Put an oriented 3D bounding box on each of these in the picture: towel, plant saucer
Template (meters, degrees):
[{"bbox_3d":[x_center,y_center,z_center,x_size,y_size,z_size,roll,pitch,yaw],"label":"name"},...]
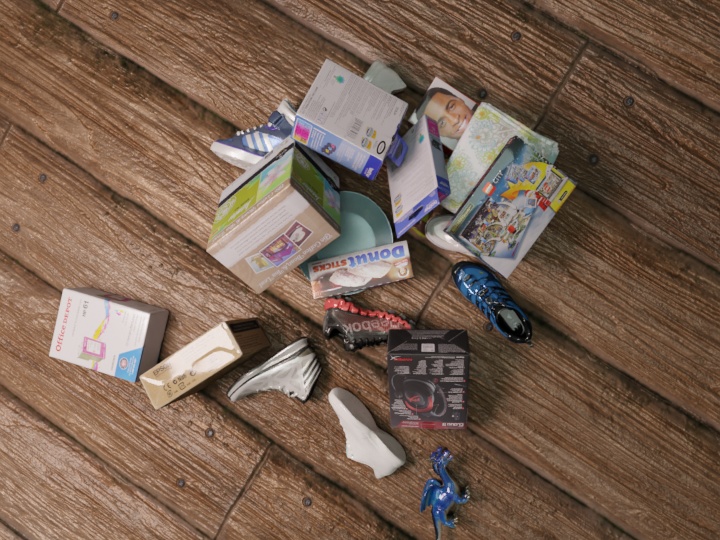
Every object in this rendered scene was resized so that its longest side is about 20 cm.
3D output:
[{"bbox_3d":[0.241,-0.177,0.966,0.170,0.048,0.202,30,93,-1],"label":"towel"},{"bbox_3d":[-0.032,-0.054,1.067,0.197,0.039,0.205,0,90,7],"label":"plant saucer"}]

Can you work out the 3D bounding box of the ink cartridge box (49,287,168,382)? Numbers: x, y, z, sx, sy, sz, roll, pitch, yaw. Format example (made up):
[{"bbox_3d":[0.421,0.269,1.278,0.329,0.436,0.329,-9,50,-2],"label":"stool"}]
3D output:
[{"bbox_3d":[-0.518,0.129,1.106,0.197,0.085,0.147,15,93,8],"label":"ink cartridge box"}]

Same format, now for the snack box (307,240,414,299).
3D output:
[{"bbox_3d":[0.000,0.000,1.028,0.197,0.024,0.073,-13,81,6],"label":"snack box"}]

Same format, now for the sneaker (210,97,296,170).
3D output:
[{"bbox_3d":[-0.187,-0.275,1.070,0.197,0.081,0.149,16,84,10],"label":"sneaker"}]

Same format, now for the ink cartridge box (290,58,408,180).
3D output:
[{"bbox_3d":[-0.005,-0.255,0.941,0.198,0.076,0.138,26,67,-4],"label":"ink cartridge box"}]

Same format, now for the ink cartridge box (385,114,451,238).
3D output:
[{"bbox_3d":[0.101,-0.165,0.963,0.119,0.042,0.203,-38,44,43],"label":"ink cartridge box"}]

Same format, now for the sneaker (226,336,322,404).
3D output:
[{"bbox_3d":[-0.165,0.232,1.067,0.199,0.076,0.116,-33,85,4],"label":"sneaker"}]

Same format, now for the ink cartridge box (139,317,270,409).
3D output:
[{"bbox_3d":[-0.294,0.173,1.038,0.198,0.165,0.076,-33,85,6],"label":"ink cartridge box"}]

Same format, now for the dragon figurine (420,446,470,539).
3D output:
[{"bbox_3d":[0.147,0.444,1.040,0.098,0.059,0.202,26,93,6],"label":"dragon figurine"}]

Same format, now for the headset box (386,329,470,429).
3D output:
[{"bbox_3d":[0.126,0.212,1.000,0.146,0.075,0.203,-1,120,8],"label":"headset box"}]

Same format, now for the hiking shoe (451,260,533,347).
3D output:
[{"bbox_3d":[0.253,0.056,1.008,0.200,0.087,0.075,44,95,5],"label":"hiking shoe"}]

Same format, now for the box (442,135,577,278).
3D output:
[{"bbox_3d":[0.256,-0.108,0.927,0.136,0.038,0.201,37,93,-2],"label":"box"}]

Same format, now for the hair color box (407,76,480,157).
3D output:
[{"bbox_3d":[0.198,-0.266,1.025,0.199,0.061,0.102,34,94,6],"label":"hair color box"}]

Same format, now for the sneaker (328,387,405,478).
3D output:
[{"bbox_3d":[-0.006,0.326,1.056,0.088,0.075,0.200,-43,87,17],"label":"sneaker"}]

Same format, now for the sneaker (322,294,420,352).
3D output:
[{"bbox_3d":[0.015,0.119,1.035,0.197,0.071,0.099,15,64,8],"label":"sneaker"}]

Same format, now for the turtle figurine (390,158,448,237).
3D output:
[{"bbox_3d":[0.141,-0.148,1.016,0.199,0.064,0.162,34,90,16],"label":"turtle figurine"}]

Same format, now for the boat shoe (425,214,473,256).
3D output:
[{"bbox_3d":[0.218,-0.058,1.022,0.197,0.066,0.073,21,94,7],"label":"boat shoe"}]

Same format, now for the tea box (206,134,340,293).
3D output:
[{"bbox_3d":[-0.150,-0.105,0.966,0.199,0.198,0.134,-34,124,20],"label":"tea box"}]

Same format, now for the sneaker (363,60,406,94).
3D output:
[{"bbox_3d":[0.012,-0.299,1.036,0.088,0.075,0.201,35,92,2],"label":"sneaker"}]
